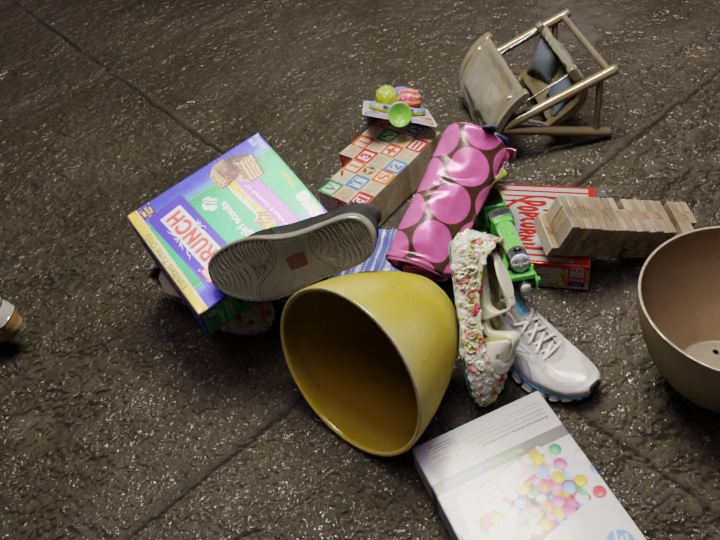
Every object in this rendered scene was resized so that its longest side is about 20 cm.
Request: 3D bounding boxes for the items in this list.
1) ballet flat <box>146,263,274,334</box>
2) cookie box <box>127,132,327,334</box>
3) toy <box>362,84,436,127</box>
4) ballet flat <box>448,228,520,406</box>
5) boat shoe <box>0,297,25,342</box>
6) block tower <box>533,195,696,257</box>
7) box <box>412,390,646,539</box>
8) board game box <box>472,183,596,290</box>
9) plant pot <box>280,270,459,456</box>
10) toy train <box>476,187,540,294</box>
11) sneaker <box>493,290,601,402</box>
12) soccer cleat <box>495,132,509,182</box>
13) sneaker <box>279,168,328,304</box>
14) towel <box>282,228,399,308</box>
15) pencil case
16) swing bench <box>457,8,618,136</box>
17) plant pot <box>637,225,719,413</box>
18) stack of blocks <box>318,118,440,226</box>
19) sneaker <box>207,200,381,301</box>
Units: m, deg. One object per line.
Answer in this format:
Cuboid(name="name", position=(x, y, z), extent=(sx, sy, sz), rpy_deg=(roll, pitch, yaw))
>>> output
Cuboid(name="ballet flat", position=(-0.205, 0.035, 0.947), extent=(0.199, 0.076, 0.064), rpy_deg=(20, 11, 28))
Cuboid(name="cookie box", position=(-0.158, -0.048, 0.897), extent=(0.199, 0.075, 0.171), rpy_deg=(-36, 69, -15))
Cuboid(name="toy", position=(0.062, -0.270, 1.152), extent=(0.114, 0.048, 0.200), rpy_deg=(9, 22, -2))
Cuboid(name="ballet flat", position=(0.139, 0.054, 0.782), extent=(0.063, 0.202, 0.075), rpy_deg=(-4, 11, 38))
Cuboid(name="boat shoe", position=(-0.550, 0.088, 0.996), extent=(0.198, 0.068, 0.075), rpy_deg=(-14, 45, 29))
Cuboid(name="block tower", position=(0.319, -0.053, 0.890), extent=(0.198, 0.058, 0.054), rpy_deg=(0, 53, -17))
Cuboid(name="box", position=(0.161, 0.232, 0.706), extent=(0.155, 0.041, 0.201), rpy_deg=(-22, 46, -8))
Cuboid(name="board game box", position=(0.211, -0.051, 0.970), extent=(0.198, 0.047, 0.152), rpy_deg=(4, 47, 17))
Cuboid(name="plant pot", position=(0.030, 0.079, 0.796), extent=(0.199, 0.202, 0.142), rpy_deg=(26, 42, 33))
Cuboid(name="toy train", position=(0.175, -0.041, 0.869), extent=(0.041, 0.057, 0.201), rpy_deg=(-11, 30, 3))
Cuboid(name="sneaker", position=(0.187, 0.072, 0.827), extent=(0.075, 0.087, 0.199), rpy_deg=(-36, 50, -25))
Cuboid(name="soccer cleat", position=(0.154, -0.127, 0.980), extent=(0.083, 0.065, 0.201), rpy_deg=(10, 49, 18))
Cuboid(name="sneaker", position=(-0.072, -0.050, 0.976), extent=(0.087, 0.075, 0.202), rpy_deg=(-6, 65, 7))
Cuboid(name="towel", position=(0.000, 0.000, 0.952), extent=(0.198, 0.024, 0.146), rpy_deg=(3, 56, 29))
Cuboid(name="pencil case", position=(0.110, -0.080, 0.878), extent=(0.093, 0.091, 0.201), rpy_deg=(25, 82, 5))
Cuboid(name="swing bench", position=(0.269, -0.291, 1.138), extent=(0.198, 0.130, 0.200), rpy_deg=(-14, 45, 0))
Cuboid(name="plant pot", position=(0.386, 0.071, 0.746), extent=(0.198, 0.135, 0.202), rpy_deg=(-6, 45, 6))
Cuboid(name="stack of blocks", position=(0.024, -0.149, 1.103), extent=(0.114, 0.059, 0.200), rpy_deg=(24, 55, 32))
Cuboid(name="sneaker", position=(-0.069, -0.022, 0.820), extent=(0.198, 0.076, 0.106), rpy_deg=(-13, 13, 13))
